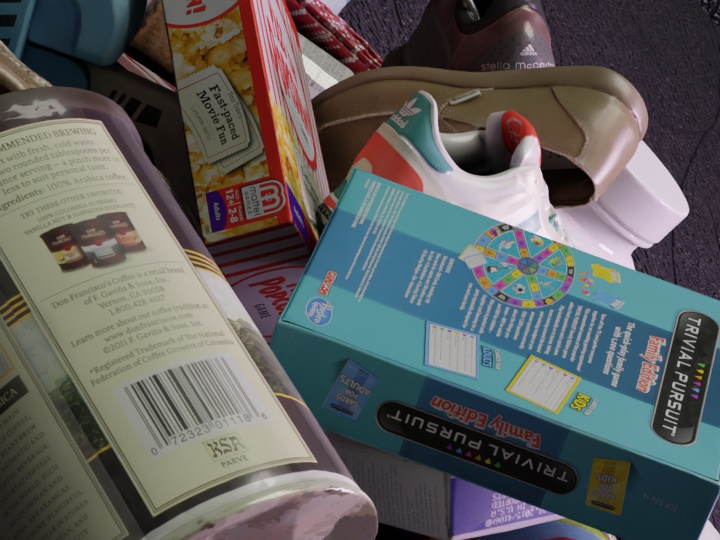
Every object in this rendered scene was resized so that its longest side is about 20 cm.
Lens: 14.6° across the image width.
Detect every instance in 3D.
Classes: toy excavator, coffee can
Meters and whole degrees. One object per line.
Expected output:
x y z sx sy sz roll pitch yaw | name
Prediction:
-0.137 -0.102 1.393 0.200 0.195 0.100 18 18 1 | toy excavator
-0.105 0.052 1.075 0.146 0.146 0.200 18 34 -58 | coffee can

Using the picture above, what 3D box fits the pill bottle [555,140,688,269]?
0.079 0.003 1.538 0.111 0.200 0.111 42 18 -17 | pill bottle

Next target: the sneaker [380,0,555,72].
0.065 -0.128 1.569 0.077 0.082 0.200 -1 5 -20 | sneaker

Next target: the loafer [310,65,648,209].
0.048 -0.062 1.458 0.067 0.200 0.076 -71 145 -46 | loafer

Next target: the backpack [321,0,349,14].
-0.080 -0.234 1.782 0.200 0.127 0.167 47 0 3 | backpack

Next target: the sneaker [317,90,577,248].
0.078 -0.023 1.389 0.200 0.093 0.070 25 13 -33 | sneaker

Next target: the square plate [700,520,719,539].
0.162 0.126 1.716 0.200 0.028 0.198 50 8 16 | square plate

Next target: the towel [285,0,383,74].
-0.057 -0.147 1.697 0.200 0.023 0.145 42 -25 -24 | towel

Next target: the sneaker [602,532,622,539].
0.126 0.146 1.525 0.077 0.089 0.200 47 15 -6 | sneaker

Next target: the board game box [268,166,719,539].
0.068 0.039 1.251 0.200 0.047 0.151 21 31 3 | board game box

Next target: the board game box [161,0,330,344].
-0.053 -0.070 1.384 0.152 0.046 0.200 64 13 -62 | board game box

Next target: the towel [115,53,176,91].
-0.078 -0.068 1.577 0.200 0.023 0.144 33 7 -43 | towel

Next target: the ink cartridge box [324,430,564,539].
0.053 0.080 1.346 0.199 0.041 0.200 -7 12 -37 | ink cartridge box

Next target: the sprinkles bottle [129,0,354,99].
-0.063 -0.119 1.643 0.200 0.068 0.068 35 19 -9 | sprinkles bottle

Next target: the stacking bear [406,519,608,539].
0.072 0.152 1.363 0.114 0.121 0.200 38 12 -22 | stacking bear

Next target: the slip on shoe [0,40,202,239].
-0.152 -0.050 1.303 0.200 0.076 0.061 47 10 3 | slip on shoe
